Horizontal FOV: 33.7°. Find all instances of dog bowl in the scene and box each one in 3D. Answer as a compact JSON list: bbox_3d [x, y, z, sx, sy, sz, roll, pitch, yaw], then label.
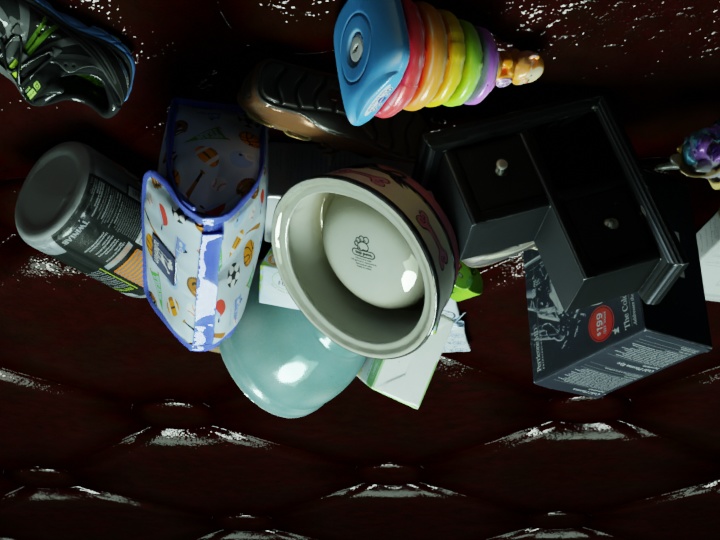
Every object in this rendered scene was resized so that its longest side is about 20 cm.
[{"bbox_3d":[0.010,-0.016,1.178,0.199,0.074,0.202,22,130,28],"label":"dog bowl"}]

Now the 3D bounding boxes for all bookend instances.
[{"bbox_3d":[0.176,-0.050,1.149,0.198,0.201,0.092,-14,156,-12],"label":"bookend"}]

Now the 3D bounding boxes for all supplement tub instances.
[{"bbox_3d":[-0.269,-0.047,1.313,0.122,0.124,0.200,-16,149,30],"label":"supplement tub"}]

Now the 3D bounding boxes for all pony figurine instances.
[{"bbox_3d":[0.411,-0.102,1.181,0.191,0.169,0.199,-7,169,32],"label":"pony figurine"}]

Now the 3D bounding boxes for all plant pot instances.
[{"bbox_3d":[-0.059,0.061,1.444,0.134,0.202,0.199,-27,142,37],"label":"plant pot"}]

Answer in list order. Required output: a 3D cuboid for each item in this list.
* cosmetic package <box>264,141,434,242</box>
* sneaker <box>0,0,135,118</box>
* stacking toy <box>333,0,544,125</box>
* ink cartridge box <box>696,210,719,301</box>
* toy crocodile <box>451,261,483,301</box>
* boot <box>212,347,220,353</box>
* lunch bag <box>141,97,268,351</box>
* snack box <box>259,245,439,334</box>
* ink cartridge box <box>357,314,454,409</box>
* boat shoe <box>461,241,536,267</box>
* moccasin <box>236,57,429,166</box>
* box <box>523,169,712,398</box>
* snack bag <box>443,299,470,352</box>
[{"bbox_3d":[-0.004,-0.080,1.296,0.197,0.072,0.102,4,152,-5],"label":"cosmetic package"},{"bbox_3d":[-0.294,-0.194,1.065,0.198,0.084,0.071,19,148,-32],"label":"sneaker"},{"bbox_3d":[0.082,-0.187,1.069,0.198,0.111,0.116,2,153,-28],"label":"stacking toy"},{"bbox_3d":[0.497,-0.016,1.437,0.197,0.045,0.177,7,152,-10],"label":"ink cartridge box"},{"bbox_3d":[0.072,-0.007,1.462,0.198,0.062,0.067,22,147,-27],"label":"toy crocodile"},{"bbox_3d":[-0.143,0.115,1.686,0.197,0.073,0.167,-1,152,-5],"label":"boot"},{"bbox_3d":[-0.153,-0.046,1.172,0.122,0.201,0.171,4,130,-8],"label":"lunch bag"},{"bbox_3d":[0.000,0.000,1.334,0.198,0.143,0.054,10,118,8],"label":"snack box"},{"bbox_3d":[0.045,0.093,1.494,0.067,0.118,0.200,23,179,-10],"label":"ink cartridge box"},{"bbox_3d":[0.188,-0.052,1.256,0.199,0.075,0.074,-28,146,-12],"label":"boat shoe"},{"bbox_3d":[-0.024,-0.147,1.166,0.199,0.075,0.078,9,167,-23],"label":"moccasin"},{"bbox_3d":[0.280,0.017,1.334,0.103,0.202,0.182,14,150,-28],"label":"box"},{"bbox_3d":[0.055,0.076,1.660,0.186,0.022,0.200,-3,153,9],"label":"snack bag"}]
